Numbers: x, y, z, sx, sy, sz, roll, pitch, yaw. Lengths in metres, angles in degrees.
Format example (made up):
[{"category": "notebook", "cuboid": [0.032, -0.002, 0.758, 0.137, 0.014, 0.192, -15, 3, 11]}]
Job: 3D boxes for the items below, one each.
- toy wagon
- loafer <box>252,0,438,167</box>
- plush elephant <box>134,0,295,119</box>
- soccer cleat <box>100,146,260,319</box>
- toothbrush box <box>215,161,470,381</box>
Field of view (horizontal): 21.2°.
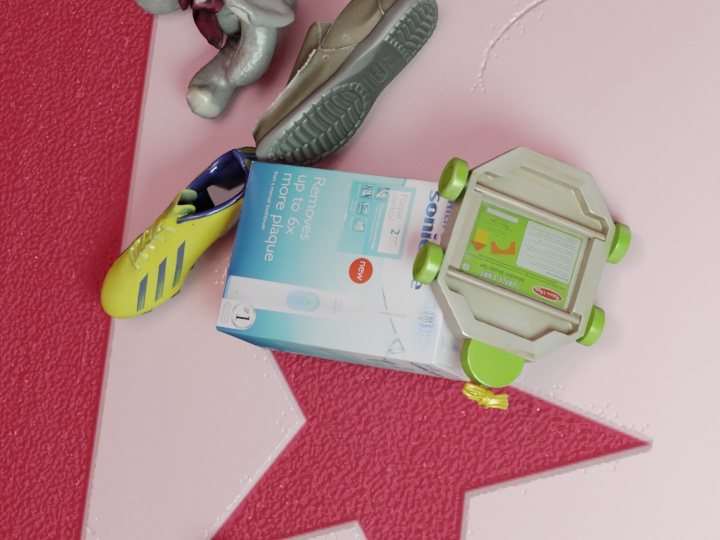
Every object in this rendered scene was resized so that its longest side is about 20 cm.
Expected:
[{"category": "toy wagon", "cuboid": [0.116, 0.008, 1.475, 0.155, 0.040, 0.200, 21, 80, -16]}, {"category": "loafer", "cuboid": [-0.021, -0.166, 1.615, 0.200, 0.075, 0.070, -46, 57, -7]}, {"category": "plush elephant", "cuboid": [-0.122, -0.248, 1.635, 0.200, 0.155, 0.165, -28, 68, 18]}, {"category": "soccer cleat", "cuboid": [-0.155, -0.036, 1.640, 0.200, 0.084, 0.065, -40, 65, 12]}, {"category": "toothbrush box", "cuboid": [0.000, 0.000, 1.559, 0.200, 0.085, 0.146, 9, 82, 25]}]
